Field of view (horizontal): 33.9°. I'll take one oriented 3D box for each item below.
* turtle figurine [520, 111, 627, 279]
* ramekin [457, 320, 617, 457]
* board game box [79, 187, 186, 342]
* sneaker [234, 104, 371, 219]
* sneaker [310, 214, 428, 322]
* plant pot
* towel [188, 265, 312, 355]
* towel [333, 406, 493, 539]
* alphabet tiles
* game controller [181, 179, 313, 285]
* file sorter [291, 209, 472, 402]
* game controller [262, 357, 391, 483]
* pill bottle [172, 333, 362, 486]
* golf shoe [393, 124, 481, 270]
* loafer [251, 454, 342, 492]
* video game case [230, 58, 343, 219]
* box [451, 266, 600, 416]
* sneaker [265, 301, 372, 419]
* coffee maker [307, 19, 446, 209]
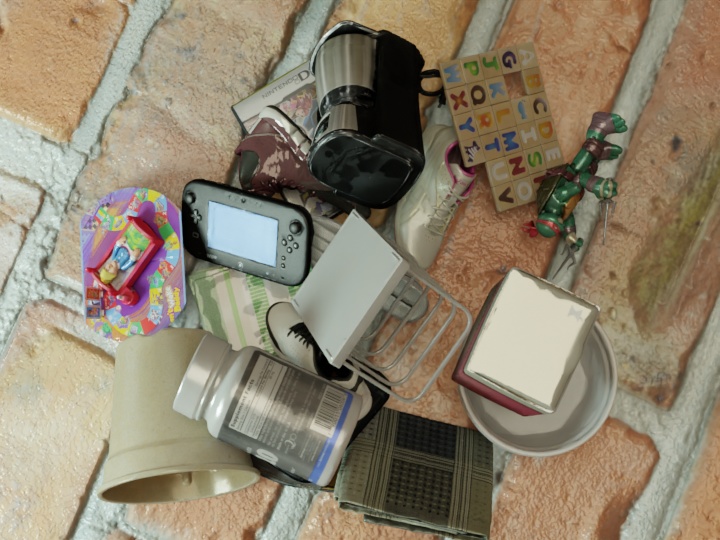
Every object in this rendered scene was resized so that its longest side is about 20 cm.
[{"bbox_3d":[0.277,-0.098,1.507,0.100,0.150,0.202,29,70,-2],"label":"turtle figurine"},{"bbox_3d":[0.217,0.133,1.492,0.197,0.105,0.204,0,82,0],"label":"ramekin"},{"bbox_3d":[-0.304,-0.010,1.521,0.156,0.039,0.203,-7,83,21],"label":"board game box"},{"bbox_3d":[-0.085,-0.109,1.529,0.116,0.076,0.200,-45,78,4],"label":"sneaker"},{"bbox_3d":[0.000,0.000,1.528,0.199,0.071,0.073,38,95,-2],"label":"sneaker"},{"bbox_3d":[-0.231,0.177,1.458,0.197,0.201,0.186,-8,71,-1],"label":"plant pot"},{"bbox_3d":[-0.113,0.048,1.548,0.197,0.023,0.155,-17,83,-2],"label":"towel"},{"bbox_3d":[0.069,0.250,1.451,0.190,0.201,0.035,14,122,1],"label":"towel"},{"bbox_3d":[0.189,-0.185,1.532,0.166,0.008,0.203,-19,95,-34],"label":"alphabet tiles"},{"bbox_3d":[-0.146,-0.049,1.502,0.198,0.042,0.106,16,105,27],"label":"game controller"},{"bbox_3d":[0.024,0.043,1.387,0.124,0.200,0.140,33,96,-24],"label":"file sorter"},{"bbox_3d":[-0.047,0.178,1.471,0.103,0.043,0.200,22,44,26],"label":"game controller"},{"bbox_3d":[-0.106,0.156,1.352,0.198,0.114,0.115,25,83,-1],"label":"pill bottle"},{"bbox_3d":[0.100,-0.095,1.526,0.075,0.091,0.203,18,82,-35],"label":"golf shoe"},{"bbox_3d":[-0.052,0.245,1.494,0.197,0.072,0.074,8,83,2],"label":"loafer"},{"bbox_3d":[-0.049,-0.179,1.579,0.179,0.026,0.202,-31,83,-4],"label":"video game case"},{"bbox_3d":[0.182,0.086,1.345,0.108,0.200,0.129,25,82,3],"label":"box"},{"bbox_3d":[-0.053,0.095,1.460,0.073,0.081,0.200,-33,52,-18],"label":"sneaker"},{"bbox_3d":[0.029,-0.191,1.465,0.189,0.136,0.202,3,53,-5],"label":"coffee maker"}]
